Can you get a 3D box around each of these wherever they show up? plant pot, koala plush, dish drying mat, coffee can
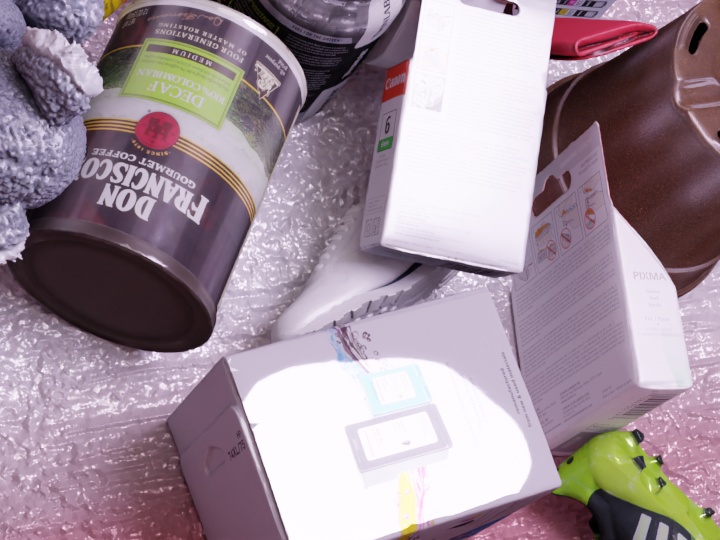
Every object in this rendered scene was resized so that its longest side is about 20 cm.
[{"bbox_3d":[0.249,-0.100,1.399,0.200,0.198,0.201,10,66,-22],"label":"plant pot"},{"bbox_3d":[-0.240,-0.102,1.150,0.184,0.178,0.200,19,20,-46],"label":"koala plush"},{"bbox_3d":[0.137,-0.176,1.401,0.077,0.200,0.018,-21,106,-23],"label":"dish drying mat"},{"bbox_3d":[-0.136,-0.066,1.265,0.146,0.146,0.200,26,61,-10],"label":"coffee can"}]

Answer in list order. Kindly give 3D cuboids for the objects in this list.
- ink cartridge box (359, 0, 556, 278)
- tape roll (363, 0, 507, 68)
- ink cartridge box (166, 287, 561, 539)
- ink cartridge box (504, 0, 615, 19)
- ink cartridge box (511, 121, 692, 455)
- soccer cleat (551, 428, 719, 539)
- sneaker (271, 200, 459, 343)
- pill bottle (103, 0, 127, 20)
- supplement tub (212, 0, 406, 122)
[{"bbox_3d":[0.070,-0.103,1.309,0.109,0.050,0.200,11,82,-18],"label":"ink cartridge box"},{"bbox_3d":[0.054,-0.245,1.385,0.071,0.202,0.203,11,65,-19],"label":"tape roll"},{"bbox_3d":[-0.002,0.121,1.241,0.200,0.147,0.146,-14,75,-25],"label":"ink cartridge box"},{"bbox_3d":[0.183,-0.276,1.449,0.175,0.200,0.084,4,67,-20],"label":"ink cartridge box"},{"bbox_3d":[0.166,0.016,1.344,0.050,0.161,0.200,5,66,-22],"label":"ink cartridge box"},{"bbox_3d":[0.216,0.197,1.348,0.200,0.081,0.068,49,27,-19],"label":"soccer cleat"},{"bbox_3d":[0.000,0.000,1.342,0.200,0.076,0.081,-33,76,-37],"label":"sneaker"},{"bbox_3d":[-0.175,-0.258,1.322,0.200,0.109,0.109,-43,88,-11],"label":"pill bottle"},{"bbox_3d":[-0.039,-0.198,1.328,0.122,0.200,0.123,8,67,-19],"label":"supplement tub"}]
